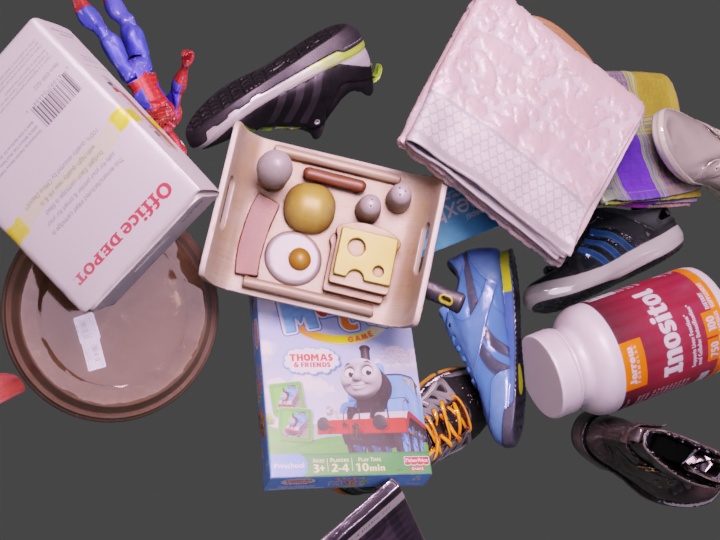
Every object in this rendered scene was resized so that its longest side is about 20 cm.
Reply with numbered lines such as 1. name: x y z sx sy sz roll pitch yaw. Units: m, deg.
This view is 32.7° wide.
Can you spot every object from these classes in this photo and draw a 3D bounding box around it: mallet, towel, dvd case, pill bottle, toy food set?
1. mallet: 0.000 0.000 1.134 0.198 0.041 0.066 31 108 11
2. towel: 0.275 -0.135 1.235 0.198 0.023 0.146 -4 80 -46
3. dvd case: 0.002 0.295 1.126 0.148 0.016 0.201 -38 137 -15
4. pill bottle: 0.265 0.077 1.229 0.197 0.113 0.115 -18 94 -18
5. toy food set: -0.030 -0.041 1.080 0.197 0.060 0.146 13 77 -3
6. towel: 0.150 -0.135 1.118 0.199 0.032 0.193 35 68 -14

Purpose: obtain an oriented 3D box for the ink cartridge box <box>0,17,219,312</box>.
1. ink cartridge box: -0.239 -0.085 1.032 0.145 0.083 0.200 -44 87 7

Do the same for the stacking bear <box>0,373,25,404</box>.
1. stacking bear: -0.375 0.036 1.019 0.120 0.114 0.202 -26 92 -18

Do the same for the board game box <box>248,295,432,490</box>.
1. board game box: -0.021 0.097 1.125 0.149 0.037 0.203 1 61 -16

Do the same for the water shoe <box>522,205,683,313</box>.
1. water shoe: 0.236 -0.020 1.255 0.198 0.072 0.080 -21 77 -25

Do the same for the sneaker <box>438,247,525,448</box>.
1. sneaker: 0.118 0.075 1.186 0.077 0.066 0.203 -6 66 11

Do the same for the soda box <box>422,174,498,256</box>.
1. soda box: 0.091 -0.064 1.199 0.198 0.064 0.069 -22 95 -18

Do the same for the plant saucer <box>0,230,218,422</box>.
1. plant saucer: -0.222 0.037 1.109 0.197 0.029 0.204 0 90 -19

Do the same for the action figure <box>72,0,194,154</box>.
1. action figure: -0.191 -0.192 1.087 0.065 0.098 0.202 -31 102 -38

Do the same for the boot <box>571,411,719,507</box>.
1. boot: 0.314 0.195 1.210 0.198 0.174 0.070 23 82 -17

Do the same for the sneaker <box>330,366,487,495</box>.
1. sneaker: 0.061 0.158 1.177 0.198 0.077 0.079 -31 96 -18

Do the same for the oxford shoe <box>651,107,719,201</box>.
1. oxford shoe: 0.369 -0.117 1.267 0.198 0.057 0.076 25 62 -36

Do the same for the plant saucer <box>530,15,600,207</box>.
1. plant saucer: 0.195 -0.157 1.205 0.199 0.032 0.203 20 61 -40

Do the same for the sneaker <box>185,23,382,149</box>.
1. sneaker: -0.065 -0.152 1.144 0.198 0.072 0.084 -32 114 -10
